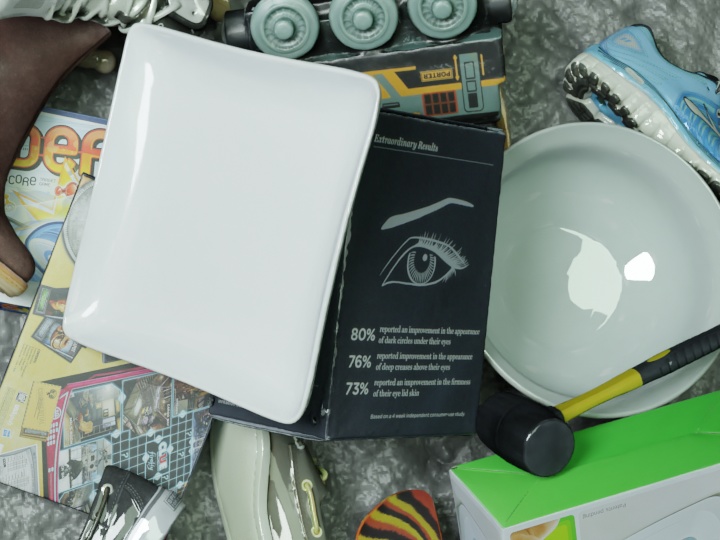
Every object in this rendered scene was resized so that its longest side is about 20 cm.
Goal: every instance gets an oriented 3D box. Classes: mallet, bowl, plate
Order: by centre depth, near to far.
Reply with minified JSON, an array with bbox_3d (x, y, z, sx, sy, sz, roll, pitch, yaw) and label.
[{"bbox_3d":[-0.080,-0.031,1.008,0.032,0.200,0.200,8,98,-54],"label":"plate"},{"bbox_3d":[0.172,0.073,1.079,0.199,0.066,0.041,-21,111,-12],"label":"mallet"},{"bbox_3d":[0.148,0.007,1.171,0.200,0.090,0.202,3,78,-12],"label":"bowl"}]

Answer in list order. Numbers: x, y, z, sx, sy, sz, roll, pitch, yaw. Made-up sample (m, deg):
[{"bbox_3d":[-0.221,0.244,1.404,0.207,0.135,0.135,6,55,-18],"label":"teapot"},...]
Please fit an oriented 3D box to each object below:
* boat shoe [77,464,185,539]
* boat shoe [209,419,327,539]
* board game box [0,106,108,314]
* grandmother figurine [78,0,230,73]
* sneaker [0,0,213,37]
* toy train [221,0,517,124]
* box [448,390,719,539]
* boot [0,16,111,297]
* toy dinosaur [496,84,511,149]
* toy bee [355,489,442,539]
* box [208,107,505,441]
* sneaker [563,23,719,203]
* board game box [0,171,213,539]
[{"bbox_3d":[-0.187,0.209,1.055,0.066,0.070,0.200,33,91,-1],"label":"boat shoe"},{"bbox_3d":[-0.053,0.153,1.110,0.060,0.072,0.202,1,73,-30],"label":"boat shoe"},{"bbox_3d":[-0.206,-0.038,1.130,0.199,0.034,0.136,10,77,-10],"label":"board game box"},{"bbox_3d":[-0.194,-0.193,1.154,0.199,0.061,0.122,-11,73,-17],"label":"grandmother figurine"},{"bbox_3d":[-0.153,-0.175,1.059,0.115,0.076,0.201,48,38,-4],"label":"sneaker"},{"bbox_3d":[0.009,-0.146,1.154,0.199,0.085,0.114,-7,113,5],"label":"toy train"},{"bbox_3d":[0.173,0.194,1.099,0.199,0.097,0.177,-13,110,-14],"label":"box"},{"bbox_3d":[-0.222,-0.103,1.079,0.166,0.072,0.200,-38,88,-12],"label":"boot"},{"bbox_3d":[0.061,-0.167,1.215,0.200,0.060,0.106,38,102,-4],"label":"toy dinosaur"},{"bbox_3d":[0.027,0.226,1.067,0.108,0.200,0.131,-13,115,-14],"label":"toy bee"},{"bbox_3d":[0.000,0.000,1.064,0.148,0.104,0.201,5,91,-49],"label":"box"},{"bbox_3d":[0.242,-0.099,1.222,0.200,0.078,0.090,46,70,-1],"label":"sneaker"},{"bbox_3d":[-0.151,0.055,1.093,0.135,0.035,0.201,22,92,-10],"label":"board game box"}]
